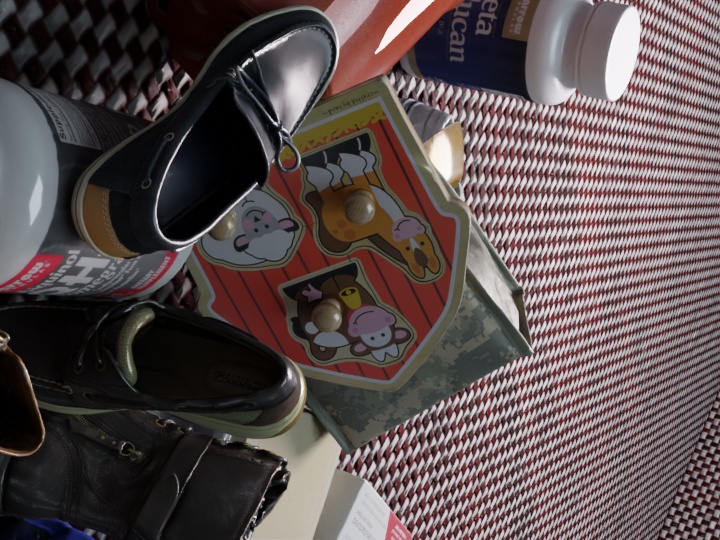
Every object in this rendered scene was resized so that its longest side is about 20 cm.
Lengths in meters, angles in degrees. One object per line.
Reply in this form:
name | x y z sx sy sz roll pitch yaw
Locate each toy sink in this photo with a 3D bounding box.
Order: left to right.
toy sink | -0.116 0.123 0.864 0.200 0.129 0.113 26 81 -62

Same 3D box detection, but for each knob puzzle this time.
knob puzzle | -0.021 0.000 0.784 0.031 0.217 0.222 -73 165 -60

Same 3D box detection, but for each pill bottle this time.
pill bottle | -0.183 -0.043 0.664 0.199 0.110 0.112 7 99 -63
pill bottle | 0.140 -0.210 1.095 0.111 0.198 0.112 -38 137 -49

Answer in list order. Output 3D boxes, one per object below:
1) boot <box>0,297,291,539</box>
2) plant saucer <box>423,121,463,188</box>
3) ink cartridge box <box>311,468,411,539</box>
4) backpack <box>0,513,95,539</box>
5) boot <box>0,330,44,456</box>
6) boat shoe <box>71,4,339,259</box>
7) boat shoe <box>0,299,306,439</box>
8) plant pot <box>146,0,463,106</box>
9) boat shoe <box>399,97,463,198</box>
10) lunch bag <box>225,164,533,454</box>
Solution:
boot | -0.125 0.104 0.748 0.201 0.172 0.070 -71 175 -50
plant saucer | 0.021 -0.040 1.018 0.200 0.035 0.200 -43 176 -4
ink cartridge box | -0.076 0.259 0.998 0.201 0.143 0.146 -63 152 -19
backpack | -0.229 0.234 0.668 0.199 0.167 0.164 -19 117 -51
boot | -0.212 0.059 0.613 0.074 0.153 0.200 -64 152 -18
boat shoe | -0.067 -0.075 0.657 0.200 0.062 0.075 -47 130 -34
boat shoe | -0.128 0.045 0.698 0.065 0.198 0.074 94 4 -63
plant pot | -0.026 -0.204 0.809 0.196 0.200 0.201 -53 147 -21
boat shoe | 0.064 -0.069 1.172 0.074 0.066 0.201 -54 147 -34
lunch bag | 0.000 0.000 0.865 0.201 0.163 0.118 52 18 -21
